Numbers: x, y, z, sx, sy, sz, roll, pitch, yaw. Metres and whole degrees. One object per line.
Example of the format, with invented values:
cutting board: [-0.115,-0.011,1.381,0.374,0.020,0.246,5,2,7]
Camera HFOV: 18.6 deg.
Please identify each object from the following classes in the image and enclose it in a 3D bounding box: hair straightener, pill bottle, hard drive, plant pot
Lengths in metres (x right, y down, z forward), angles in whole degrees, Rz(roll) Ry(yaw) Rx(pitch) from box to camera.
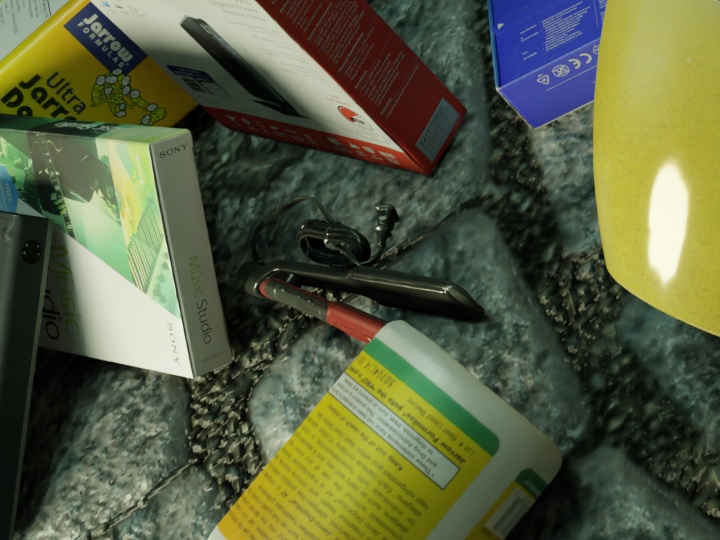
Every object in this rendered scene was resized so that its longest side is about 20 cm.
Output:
hair straightener: [0.000,0.000,1.237,0.200,0.041,0.077,17,71,52]
pill bottle: [-0.005,0.133,1.068,0.200,0.113,0.113,-51,40,-2]
hard drive: [-0.252,0.060,1.346,0.139,0.033,0.200,9,92,45]
plant pot: [0.187,-0.046,1.005,0.200,0.200,0.142,39,113,50]

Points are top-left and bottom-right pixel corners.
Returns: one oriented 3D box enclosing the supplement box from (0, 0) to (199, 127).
supplement box: [-0.219,-0.104,1.445,0.200,0.110,0.109,-39,30,11]

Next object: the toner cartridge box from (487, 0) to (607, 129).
toner cartridge box: [0.166,-0.162,1.206,0.200,0.043,0.095,-25,44,25]

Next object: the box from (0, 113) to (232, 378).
box: [-0.164,-0.018,1.321,0.200,0.145,0.036,7,23,44]

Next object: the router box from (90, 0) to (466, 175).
router box: [-0.062,-0.139,1.287,0.200,0.179,0.049,16,70,48]
